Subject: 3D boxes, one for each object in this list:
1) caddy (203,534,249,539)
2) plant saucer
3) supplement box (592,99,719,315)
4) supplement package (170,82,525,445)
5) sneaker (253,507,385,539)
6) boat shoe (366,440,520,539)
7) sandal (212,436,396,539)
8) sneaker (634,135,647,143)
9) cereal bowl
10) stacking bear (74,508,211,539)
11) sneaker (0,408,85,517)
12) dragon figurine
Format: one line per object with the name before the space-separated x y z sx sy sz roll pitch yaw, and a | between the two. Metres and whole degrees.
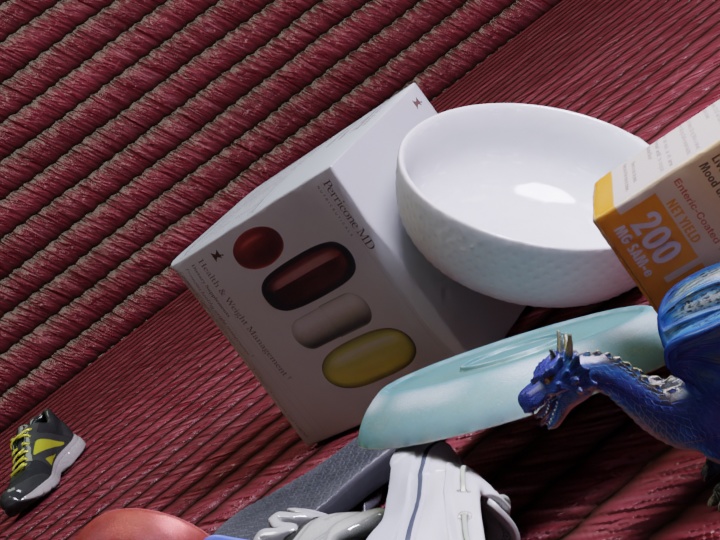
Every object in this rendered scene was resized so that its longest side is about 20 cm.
caddy | -0.009 0.160 0.458 0.105 0.142 0.200 -44 12 -24
plant saucer | 0.089 0.056 0.744 0.199 0.028 0.200 -19 -1 0
supplement box | 0.223 -0.036 0.608 0.200 0.126 0.074 -34 9 18
supplement package | 0.000 0.000 1.044 0.200 0.192 0.147 -29 13 41
sneaker | -0.038 0.185 0.673 0.081 0.075 0.200 -17 20 32
boat shoe | 0.046 0.135 0.649 0.066 0.074 0.200 -4 13 10
sandal | -0.017 0.153 0.855 0.200 0.043 0.076 -31 13 -26
sneaker | 0.167 -0.056 1.137 0.199 0.074 0.080 -26 -1 32
cereal bowl | 0.120 -0.037 0.928 0.200 0.199 0.084 -47 -29 -49
stacking bear | -0.137 0.232 0.676 0.200 0.121 0.114 -66 -14 -49
sneaker | -0.436 0.251 1.740 0.074 0.085 0.200 -35 10 16
dragon figurine | 0.163 0.033 0.569 0.200 0.100 0.059 -34 10 18
